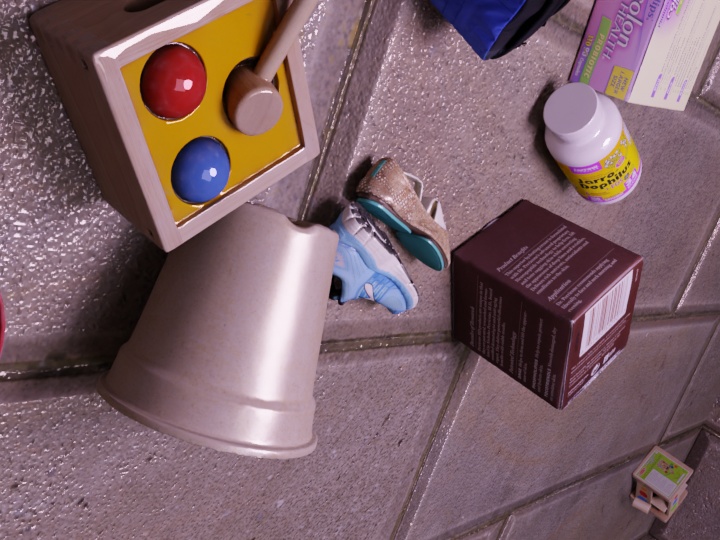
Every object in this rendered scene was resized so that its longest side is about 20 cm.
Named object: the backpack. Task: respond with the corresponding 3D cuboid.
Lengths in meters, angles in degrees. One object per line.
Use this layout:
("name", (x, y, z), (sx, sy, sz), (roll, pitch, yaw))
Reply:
("backpack", (0.145, -0.317, 0.709), (0.162, 0.169, 0.200), (-38, 171, -18))

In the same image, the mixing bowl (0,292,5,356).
("mixing bowl", (-0.329, 0.027, 0.443), (0.198, 0.108, 0.204), (-28, 133, -35))

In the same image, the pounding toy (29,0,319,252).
("pounding toy", (-0.102, -0.147, 0.555), (0.199, 0.141, 0.187), (-36, 138, -26))

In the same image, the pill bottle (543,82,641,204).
("pill bottle", (0.317, -0.175, 1.047), (0.106, 0.104, 0.199), (-58, 143, 0))

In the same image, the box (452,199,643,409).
("box", (0.250, 0.041, 1.040), (0.165, 0.199, 0.167), (-33, 137, -28))

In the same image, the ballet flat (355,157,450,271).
("ballet flat", (0.064, -0.064, 0.867), (0.066, 0.069, 0.200), (-64, 147, -10))

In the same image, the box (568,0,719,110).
("box", (0.401, -0.326, 1.046), (0.198, 0.096, 0.179), (-9, 121, -46))

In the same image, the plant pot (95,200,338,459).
("plant pot", (-0.106, 0.035, 0.661), (0.199, 0.198, 0.188), (16, 91, -52))

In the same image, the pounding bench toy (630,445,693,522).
("pounding bench toy", (0.859, 0.657, 2.225), (0.199, 0.123, 0.158), (-40, 140, -23))

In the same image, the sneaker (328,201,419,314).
("sneaker", (0.000, 0.000, 0.850), (0.089, 0.079, 0.200), (-33, 146, 7))
